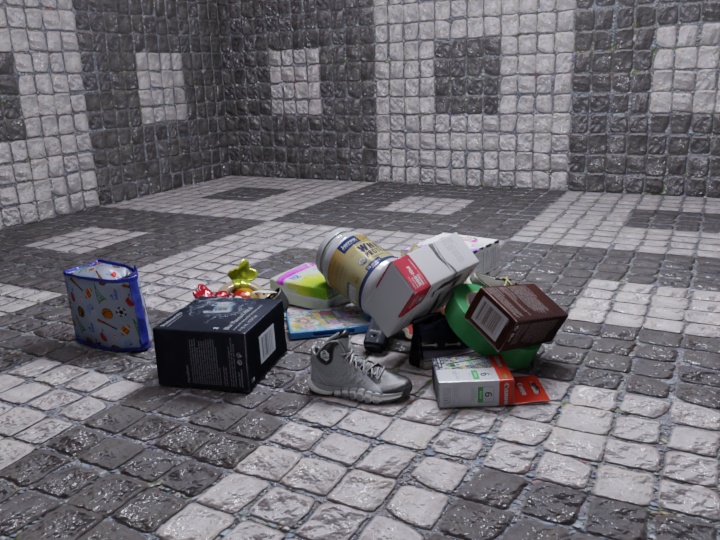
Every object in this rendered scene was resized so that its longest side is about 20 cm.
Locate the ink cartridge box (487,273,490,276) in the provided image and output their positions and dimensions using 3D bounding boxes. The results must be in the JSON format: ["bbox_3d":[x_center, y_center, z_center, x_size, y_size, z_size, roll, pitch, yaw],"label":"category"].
[{"bbox_3d":[0.214,0.066,1.594,0.140,0.087,0.200,3,16,20],"label":"ink cartridge box"}]

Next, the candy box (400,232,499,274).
[{"bbox_3d":[0.215,-0.029,1.632,0.164,0.074,0.198,9,19,36],"label":"candy box"}]

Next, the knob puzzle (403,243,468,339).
[{"bbox_3d":[0.151,0.057,1.482,0.213,0.226,0.031,2,-19,16],"label":"knob puzzle"}]

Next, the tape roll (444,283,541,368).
[{"bbox_3d":[0.260,0.106,1.350,0.196,0.049,0.202,23,27,-12],"label":"tape roll"}]

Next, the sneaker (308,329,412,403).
[{"bbox_3d":[-0.005,0.165,1.223,0.194,0.119,0.075,2,16,15],"label":"sneaker"}]

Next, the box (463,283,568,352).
[{"bbox_3d":[0.292,0.084,1.285,0.197,0.076,0.100,-3,39,-45],"label":"box"}]

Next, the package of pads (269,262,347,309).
[{"bbox_3d":[-0.112,0.041,1.759,0.196,0.070,0.153,11,22,36],"label":"package of pads"}]

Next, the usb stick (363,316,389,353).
[{"bbox_3d":[0.057,0.078,1.456,0.054,0.033,0.204,8,61,22],"label":"usb stick"}]

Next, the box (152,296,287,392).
[{"bbox_3d":[-0.271,0.138,1.356,0.194,0.121,0.197,1,16,15],"label":"box"}]

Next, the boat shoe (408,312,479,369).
[{"bbox_3d":[0.185,0.128,1.367,0.195,0.096,0.074,-11,18,-27],"label":"boat shoe"}]

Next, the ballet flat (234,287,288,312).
[{"bbox_3d":[-0.258,0.087,1.588,0.196,0.071,0.067,-19,18,-32],"label":"ballet flat"}]

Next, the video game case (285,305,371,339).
[{"bbox_3d":[-0.070,0.116,1.582,0.193,0.018,0.143,-5,16,-9],"label":"video game case"}]

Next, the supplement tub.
[{"bbox_3d":[0.000,0.000,1.608,0.142,0.148,0.198,-16,39,-42],"label":"supplement tub"}]

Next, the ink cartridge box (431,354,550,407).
[{"bbox_3d":[0.227,0.192,1.216,0.193,0.052,0.109,-3,16,0],"label":"ink cartridge box"}]

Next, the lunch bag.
[{"bbox_3d":[-0.537,0.077,1.508,0.196,0.175,0.123,8,23,35],"label":"lunch bag"}]

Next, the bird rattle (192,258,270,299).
[{"bbox_3d":[-0.304,0.061,1.671,0.160,0.116,0.199,23,28,21],"label":"bird rattle"}]

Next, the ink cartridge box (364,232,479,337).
[{"bbox_3d":[0.122,0.026,1.358,0.197,0.148,0.083,-24,64,-38],"label":"ink cartridge box"}]

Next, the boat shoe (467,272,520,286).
[{"bbox_3d":[0.326,0.047,1.525,0.198,0.061,0.073,25,30,-19],"label":"boat shoe"}]
